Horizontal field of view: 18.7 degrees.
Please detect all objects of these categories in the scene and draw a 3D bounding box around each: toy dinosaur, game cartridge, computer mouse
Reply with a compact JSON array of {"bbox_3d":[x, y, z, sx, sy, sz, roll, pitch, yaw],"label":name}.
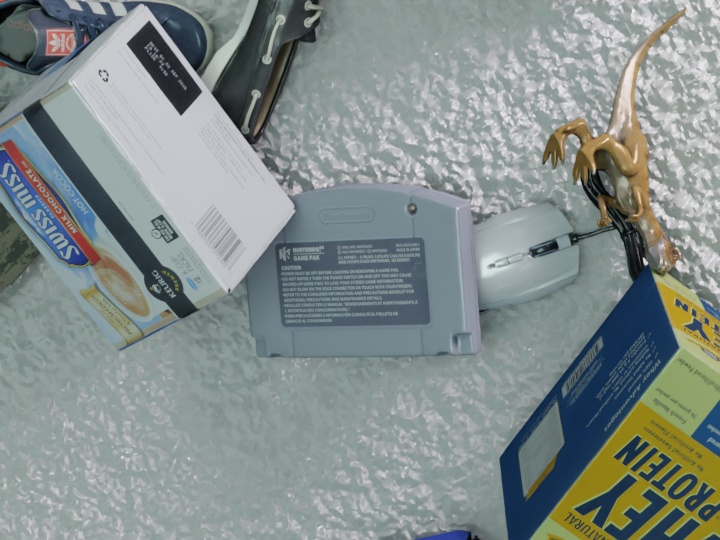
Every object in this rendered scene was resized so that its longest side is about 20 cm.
[{"bbox_3d":[0.194,-0.095,1.632,0.060,0.105,0.202,-13,79,57],"label":"toy dinosaur"},{"bbox_3d":[0.000,0.000,1.696,0.198,0.041,0.135,-1,99,31],"label":"game cartridge"},{"bbox_3d":[0.129,-0.011,1.678,0.198,0.044,0.111,-19,91,16],"label":"computer mouse"}]

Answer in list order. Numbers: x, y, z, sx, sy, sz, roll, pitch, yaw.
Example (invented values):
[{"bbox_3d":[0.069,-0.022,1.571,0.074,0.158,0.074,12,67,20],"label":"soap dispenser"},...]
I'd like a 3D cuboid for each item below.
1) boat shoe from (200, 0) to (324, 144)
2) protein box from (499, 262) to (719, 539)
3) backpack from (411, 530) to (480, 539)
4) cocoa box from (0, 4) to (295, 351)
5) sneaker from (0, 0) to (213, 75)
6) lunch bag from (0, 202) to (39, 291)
[{"bbox_3d":[-0.061,-0.191,1.696,0.060,0.074,0.201,33,106,9],"label":"boat shoe"},{"bbox_3d":[0.211,0.134,1.575,0.134,0.200,0.199,34,104,-9],"label":"protein box"},{"bbox_3d":[0.042,0.325,1.682,0.167,0.163,0.202,-13,105,25],"label":"backpack"},{"bbox_3d":[-0.174,-0.069,1.658,0.131,0.134,0.201,-26,108,35],"label":"cocoa box"},{"bbox_3d":[-0.218,-0.180,1.733,0.198,0.084,0.076,3,97,15],"label":"sneaker"},{"bbox_3d":[-0.357,-0.056,1.756,0.200,0.139,0.168,-46,67,14],"label":"lunch bag"}]
